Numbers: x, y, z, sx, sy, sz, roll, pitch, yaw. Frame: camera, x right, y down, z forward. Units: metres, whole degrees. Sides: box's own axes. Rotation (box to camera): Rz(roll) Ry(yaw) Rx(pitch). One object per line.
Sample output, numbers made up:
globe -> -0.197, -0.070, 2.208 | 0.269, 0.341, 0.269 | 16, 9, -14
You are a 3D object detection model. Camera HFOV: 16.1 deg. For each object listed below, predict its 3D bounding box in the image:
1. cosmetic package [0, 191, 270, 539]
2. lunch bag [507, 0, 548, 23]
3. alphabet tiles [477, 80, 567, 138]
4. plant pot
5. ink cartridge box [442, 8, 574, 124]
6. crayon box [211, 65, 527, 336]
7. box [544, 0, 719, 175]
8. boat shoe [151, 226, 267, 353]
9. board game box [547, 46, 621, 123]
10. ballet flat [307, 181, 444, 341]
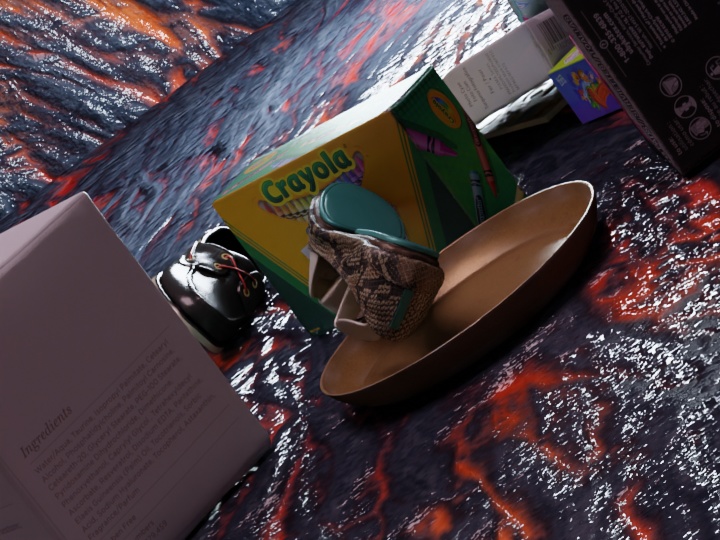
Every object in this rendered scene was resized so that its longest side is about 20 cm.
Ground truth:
cosmetic package -> -0.199, 0.093, 1.559 | 0.167, 0.200, 0.166 | -21, 20, 51
lunch bag -> 0.175, -0.252, 1.911 | 0.160, 0.077, 0.200 | -26, -8, 7
alphabet tiles -> 0.164, -0.155, 1.922 | 0.166, 0.006, 0.200 | -42, 12, -22
plant pot -> 0.063, 0.019, 1.499 | 0.200, 0.028, 0.200 | -37, 12, 9
ink cartridge box -> 0.087, -0.135, 1.868 | 0.199, 0.047, 0.160 | -28, 3, 32
crayon box -> 0.006, -0.042, 1.673 | 0.200, 0.119, 0.058 | -25, 17, 48
box -> 0.174, -0.179, 1.498 | 0.132, 0.200, 0.115 | -36, 10, 4
boat shoe -> -0.111, 0.010, 1.931 | 0.063, 0.074, 0.201 | -43, 6, 9
board game box -> 0.235, -0.190, 1.747 | 0.200, 0.045, 0.134 | -45, 14, -31
ballet flat -> 0.000, 0.000, 1.533 | 0.200, 0.067, 0.076 | -132, 61, -72
